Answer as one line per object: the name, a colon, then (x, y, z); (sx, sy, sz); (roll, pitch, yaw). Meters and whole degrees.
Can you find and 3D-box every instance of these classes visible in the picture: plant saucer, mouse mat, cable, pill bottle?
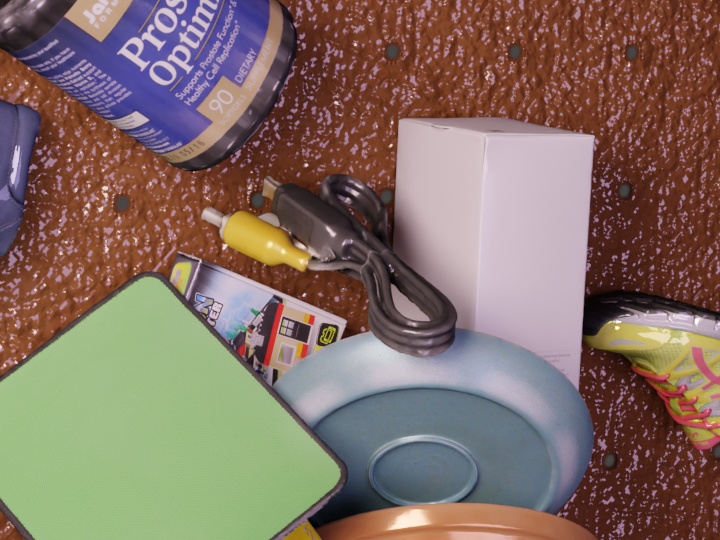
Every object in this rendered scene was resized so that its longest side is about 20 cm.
plant saucer: (0.036, 0.109, 1.512); (0.200, 0.200, 0.028); (32, 39, -29)
plant saucer: (0.047, 0.190, 1.554); (0.199, 0.200, 0.038); (14, 59, -29)
mouse mat: (-0.122, 0.101, 1.454); (0.161, 0.200, 0.008); (-37, 146, -14)
cable: (0.000, 0.000, 1.494); (0.097, 0.200, 0.051); (-10, 127, -38)
pill bottle: (-0.140, -0.150, 1.437); (0.199, 0.112, 0.112); (34, 82, -29)

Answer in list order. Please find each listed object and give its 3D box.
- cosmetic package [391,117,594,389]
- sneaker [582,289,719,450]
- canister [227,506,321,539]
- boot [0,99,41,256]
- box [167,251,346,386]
cosmetic package: (0.076, 0.011, 1.585); (0.084, 0.107, 0.202); (0, 100, -28)
sneaker: (0.220, 0.070, 1.691); (0.199, 0.078, 0.091); (16, 93, -30)
canister: (-0.045, 0.237, 1.487); (0.148, 0.087, 0.201); (-30, 104, 25)
boot: (-0.237, -0.004, 1.430); (0.090, 0.073, 0.202); (14, 91, -24)
box: (-0.094, 0.102, 1.549); (0.110, 0.035, 0.201); (23, 88, -29)
